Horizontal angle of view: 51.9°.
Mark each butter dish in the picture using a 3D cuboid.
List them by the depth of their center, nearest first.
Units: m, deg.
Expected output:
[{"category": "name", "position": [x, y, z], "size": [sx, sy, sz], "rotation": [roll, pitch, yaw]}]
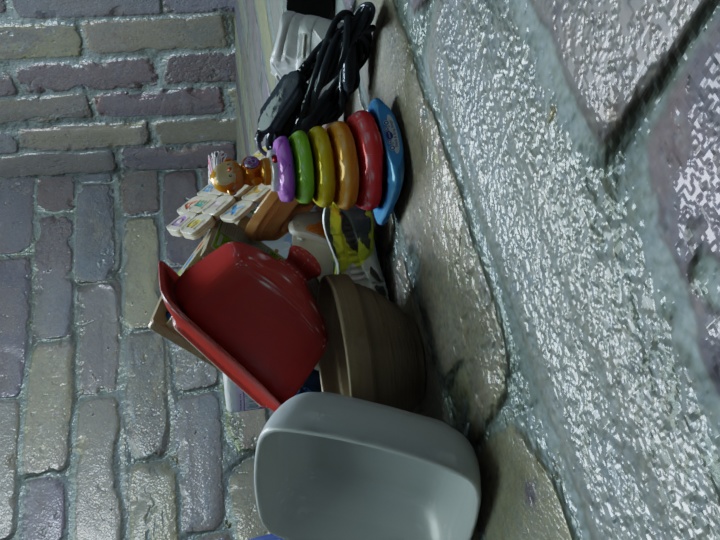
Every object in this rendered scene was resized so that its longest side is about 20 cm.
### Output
[{"category": "butter dish", "position": [-0.104, 0.035, 0.791], "size": [0.200, 0.148, 0.200], "rotation": [47, 175, -18]}]

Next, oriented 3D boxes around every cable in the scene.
[{"category": "cable", "position": [-0.036, -0.209, 0.833], "size": [0.200, 0.051, 0.163], "rotation": [-53, -9, 20]}]

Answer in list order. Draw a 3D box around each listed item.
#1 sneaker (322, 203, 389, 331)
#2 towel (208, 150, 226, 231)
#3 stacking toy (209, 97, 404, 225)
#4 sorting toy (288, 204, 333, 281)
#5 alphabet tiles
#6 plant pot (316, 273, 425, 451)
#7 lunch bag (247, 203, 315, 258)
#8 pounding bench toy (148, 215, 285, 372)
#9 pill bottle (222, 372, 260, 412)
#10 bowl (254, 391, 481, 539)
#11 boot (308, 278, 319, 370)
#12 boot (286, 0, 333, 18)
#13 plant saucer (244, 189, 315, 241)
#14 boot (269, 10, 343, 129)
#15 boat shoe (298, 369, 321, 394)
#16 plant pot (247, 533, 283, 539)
[{"category": "sneaker", "position": [0.000, 0.000, 0.909], "size": [0.085, 0.074, 0.201], "rotation": [-61, -32, -77]}, {"category": "towel", "position": [-0.225, -0.076, 1.207], "size": [0.147, 0.030, 0.201], "rotation": [-114, 25, -50]}, {"category": "stacking toy", "position": [-0.060, -0.109, 0.787], "size": [0.110, 0.199, 0.116], "rotation": [109, 151, -63]}, {"category": "sorting toy", "position": [-0.050, -0.007, 1.055], "size": [0.180, 0.106, 0.201], "rotation": [-102, 12, -60]}, {"category": "alphabet tiles", "position": [-0.177, -0.114, 1.032], "size": [0.195, 0.200, 0.015], "rotation": [12, 141, 54]}, {"category": "plant pot", "position": [0.013, 0.102, 0.801], "size": [0.201, 0.092, 0.202], "rotation": [176, 90, -78]}, {"category": "lunch bag", "position": [-0.132, -0.027, 1.233], "size": [0.124, 0.169, 0.201], "rotation": [117, 147, -72]}, {"category": "pounding bench toy", "position": [-0.194, 0.021, 1.043], "size": [0.156, 0.124, 0.200], "rotation": [-49, 18, 18]}, {"category": "pill bottle", "position": [-0.106, 0.146, 1.112], "size": [0.112, 0.199, 0.113], "rotation": [175, 90, -77]}, {"category": "bowl", "position": [0.008, 0.189, 0.678], "size": [0.075, 0.199, 0.200], "rotation": [-71, -9, -45]}, {"category": "boot", "position": [-0.099, 0.093, 0.930], "size": [0.070, 0.146, 0.201], "rotation": [-100, -11, -77]}, {"category": "boot", "position": [-0.078, -0.402, 1.140], "size": [0.200, 0.068, 0.189], "rotation": [-99, 3, -54]}, {"category": "plant saucer", "position": [-0.077, -0.111, 1.008], "size": [0.037, 0.200, 0.200], "rotation": [41, 164, 0]}, {"category": "boot", "position": [-0.075, -0.253, 1.004], "size": [0.074, 0.095, 0.200], "rotation": [-61, -12, -47]}, {"category": "boat shoe", "position": [-0.073, 0.165, 1.010], "size": [0.084, 0.200, 0.069], "rotation": [0, 66, 59]}, {"category": "plant pot", "position": [-0.057, 0.456, 0.970], "size": [0.200, 0.179, 0.200], "rotation": [54, -171, -36]}]
